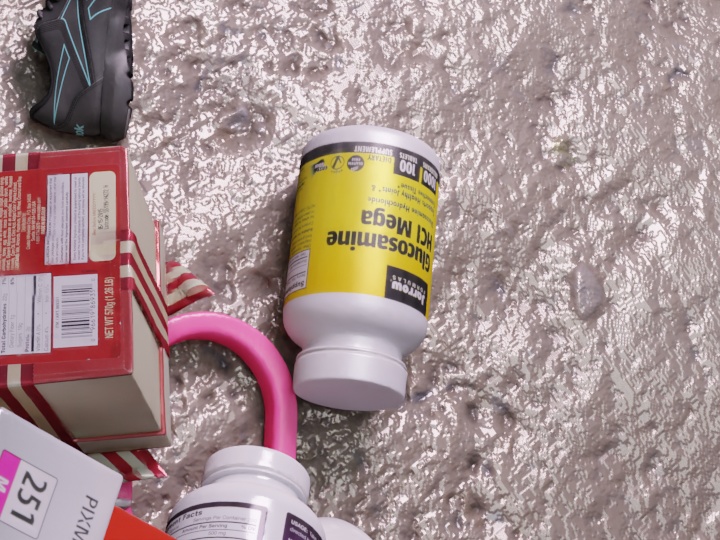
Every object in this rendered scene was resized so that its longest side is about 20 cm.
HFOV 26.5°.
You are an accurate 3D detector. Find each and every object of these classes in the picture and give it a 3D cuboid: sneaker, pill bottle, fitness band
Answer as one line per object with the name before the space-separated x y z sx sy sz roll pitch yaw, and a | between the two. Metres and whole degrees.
sneaker | -0.209 -0.200 1.161 0.079 0.075 0.201 3 91 -5
pill bottle | 0.000 0.000 1.173 0.112 0.112 0.201 12 69 -18
fitness band | -0.117 0.129 1.127 0.143 0.037 0.201 9 71 -19
pill bottle | -0.083 0.221 1.017 0.112 0.113 0.201 21 48 -14

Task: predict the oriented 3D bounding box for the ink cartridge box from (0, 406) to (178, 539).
ink cartridge box | -0.177 0.207 0.873 0.173 0.043 0.201 35 51 -28

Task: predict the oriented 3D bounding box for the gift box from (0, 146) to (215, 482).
gift box | -0.203 0.037 1.028 0.199 0.187 0.186 0 69 0

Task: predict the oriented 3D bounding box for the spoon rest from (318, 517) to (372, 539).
spoon rest | -0.045 0.265 1.107 0.099 0.061 0.200 41 50 -6
